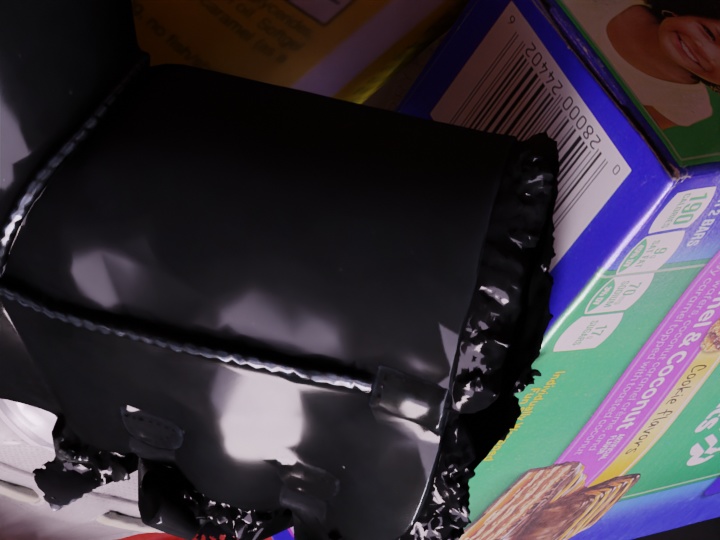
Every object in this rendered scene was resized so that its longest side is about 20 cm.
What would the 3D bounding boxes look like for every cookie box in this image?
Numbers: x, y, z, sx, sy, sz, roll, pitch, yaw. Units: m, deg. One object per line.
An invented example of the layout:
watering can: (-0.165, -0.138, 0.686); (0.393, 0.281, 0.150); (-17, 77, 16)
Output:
cookie box: (0.083, -0.002, 0.705); (0.199, 0.075, 0.171); (-9, 146, -42)

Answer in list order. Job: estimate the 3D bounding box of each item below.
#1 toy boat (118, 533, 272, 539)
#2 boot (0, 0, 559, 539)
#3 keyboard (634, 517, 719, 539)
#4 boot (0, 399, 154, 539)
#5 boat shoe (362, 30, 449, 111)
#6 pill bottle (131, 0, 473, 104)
toy boat: (-0.053, 0.128, 1.006); (0.199, 0.131, 0.130); (26, 144, -21)
boot: (-0.036, -0.031, 0.571); (0.162, 0.073, 0.199); (18, 124, 12)
keyboard: (0.063, 0.105, 0.913); (0.126, 0.201, 0.021); (3, -168, -7)
boot: (-0.078, 0.056, 0.902); (0.095, 0.074, 0.200); (-30, 149, 28)
boat shoe: (-0.026, -0.073, 0.760); (0.199, 0.065, 0.072); (24, 103, 1)
pill bottle: (-0.013, -0.101, 0.638); (0.114, 0.115, 0.200); (34, 122, -30)
